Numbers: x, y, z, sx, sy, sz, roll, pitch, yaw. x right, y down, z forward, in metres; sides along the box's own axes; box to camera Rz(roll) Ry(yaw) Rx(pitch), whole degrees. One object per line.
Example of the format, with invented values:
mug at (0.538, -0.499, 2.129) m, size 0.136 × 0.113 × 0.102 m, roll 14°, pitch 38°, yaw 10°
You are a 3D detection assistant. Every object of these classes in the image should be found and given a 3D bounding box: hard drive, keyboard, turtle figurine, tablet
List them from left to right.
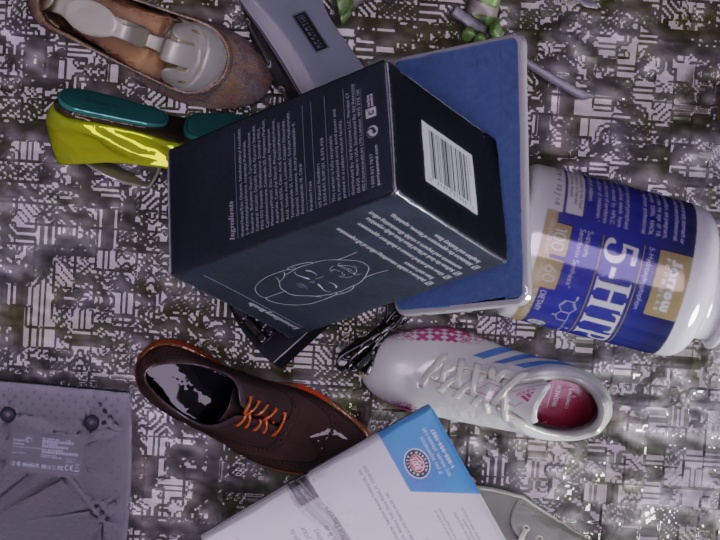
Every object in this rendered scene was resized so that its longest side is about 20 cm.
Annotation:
hard drive at (-0.246, 0.185, 1.560) m, size 0.134 × 0.042 × 0.201 m, roll 5°, pitch 94°, yaw -4°
keyboard at (0.000, 0.000, 1.555) m, size 0.200 × 0.021 × 0.127 m, roll -43°, pitch 79°, yaw 1°
tablet at (0.075, -0.070, 1.506) m, size 0.014 × 0.130 × 0.201 m, roll 8°, pitch 79°, yaw -48°
turtle figurine at (0.076, -0.218, 1.497) m, size 0.193 × 0.144 × 0.201 m, roll -9°, pitch 92°, yaw 1°

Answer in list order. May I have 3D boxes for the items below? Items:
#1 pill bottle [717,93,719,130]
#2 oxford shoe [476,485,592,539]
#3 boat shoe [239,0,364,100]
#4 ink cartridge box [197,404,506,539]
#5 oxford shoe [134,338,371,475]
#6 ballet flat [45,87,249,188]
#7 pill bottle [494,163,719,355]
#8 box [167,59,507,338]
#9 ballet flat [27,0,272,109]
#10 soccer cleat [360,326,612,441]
pill bottle at (0.340, -0.117, 1.490) m, size 0.111 × 0.200 × 0.113 m, roll 0°, pitch 95°, yaw -4°
oxford shoe at (0.136, 0.225, 1.579) m, size 0.199 × 0.058 × 0.076 m, roll 25°, pitch 95°, yaw -3°
boat shoe at (-0.055, -0.181, 1.527) m, size 0.070 × 0.066 × 0.201 m, roll -24°, pitch 74°, yaw -32°
ink cartridge box at (-0.003, 0.213, 1.502) m, size 0.199 × 0.084 × 0.146 m, roll -29°, pitch 87°, yaw -9°
oxford shoe at (-0.083, 0.115, 1.548) m, size 0.199 × 0.073 × 0.072 m, roll 20°, pitch 93°, yaw -5°
ballet flat at (-0.143, -0.091, 1.540) m, size 0.199 × 0.067 × 0.067 m, roll 9°, pitch 115°, yaw -1°
pill bottle at (0.209, -0.001, 1.533) m, size 0.199 × 0.120 × 0.120 m, roll 14°, pitch 94°, yaw -4°
box at (-0.018, -0.046, 1.450) m, size 0.199 × 0.148 × 0.108 m, roll -20°, pitch 60°, yaw 29°
ballet flat at (-0.162, -0.172, 1.523) m, size 0.199 × 0.067 × 0.068 m, roll 19°, pitch 94°, yaw -5°
soccer cleat at (0.100, 0.087, 1.550) m, size 0.199 × 0.086 × 0.070 m, roll 10°, pitch 94°, yaw -4°
